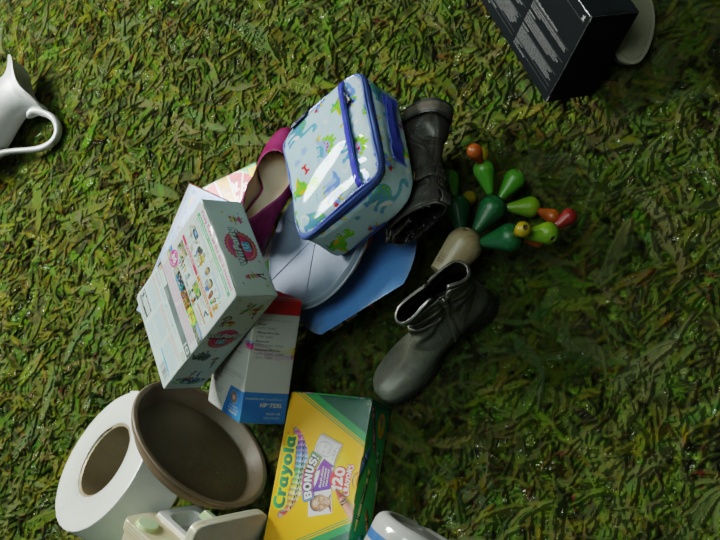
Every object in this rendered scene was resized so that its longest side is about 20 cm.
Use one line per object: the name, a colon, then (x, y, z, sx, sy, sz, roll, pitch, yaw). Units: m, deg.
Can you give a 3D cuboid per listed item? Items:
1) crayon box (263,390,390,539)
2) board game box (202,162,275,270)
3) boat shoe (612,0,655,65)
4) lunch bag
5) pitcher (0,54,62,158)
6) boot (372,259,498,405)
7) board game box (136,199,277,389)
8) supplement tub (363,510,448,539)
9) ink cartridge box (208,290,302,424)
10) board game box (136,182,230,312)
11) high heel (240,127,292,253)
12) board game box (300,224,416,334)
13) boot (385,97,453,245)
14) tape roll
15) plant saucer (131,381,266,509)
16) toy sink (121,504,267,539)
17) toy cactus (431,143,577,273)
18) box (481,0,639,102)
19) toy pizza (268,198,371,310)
crayon box: (-0.041, 0.256, 1.372, 0.118, 0.058, 0.202, 2, 74, 28)
board game box: (-0.164, -0.046, 1.564, 0.095, 0.030, 0.201, -23, 66, 19)
boat shoe: (0.320, -0.343, 1.403, 0.063, 0.072, 0.202, 142, 126, -63)
lunch bag: (-0.015, -0.135, 1.375, 0.160, 0.082, 0.201, -35, 45, 31)
pitcher: (-0.599, -0.227, 1.814, 0.200, 0.121, 0.172, -38, 74, -2)
boot: (0.068, 0.070, 1.336, 0.200, 0.131, 0.068, -44, 58, 8)
board game box: (-0.197, 0.032, 1.386, 0.200, 0.064, 0.148, -49, 52, 38)
supplement tub: (0.033, 0.386, 1.245, 0.131, 0.132, 0.201, 26, 85, 32)
ink cartridge box: (-0.133, 0.084, 1.419, 0.116, 0.067, 0.202, 17, 100, 61)
board game box: (-0.246, -0.016, 1.579, 0.103, 0.019, 0.201, 25, 92, 40)
high heel: (-0.127, -0.125, 1.513, 0.067, 0.096, 0.201, 16, 67, 10)
board game box: (0.000, 0.000, 1.448, 0.199, 0.039, 0.159, -32, 44, 21)
boot: (0.048, -0.109, 1.392, 0.200, 0.069, 0.175, -34, 42, 50)
tape roll: (-0.311, 0.263, 1.461, 0.202, 0.071, 0.203, -34, 35, 28)
plant saucer: (-0.205, 0.222, 1.394, 0.030, 0.199, 0.200, -49, 57, 22)
toy sink: (-0.223, 0.361, 1.361, 0.112, 0.130, 0.201, 30, 106, 33)
toy cactus: (0.148, -0.061, 1.353, 0.200, 0.102, 0.165, 35, 81, 30)
box: (0.239, -0.333, 1.376, 0.078, 0.142, 0.201, -12, 59, -23)
toy pizza: (-0.048, -0.040, 1.452, 0.200, 0.032, 0.201, -28, 49, 38)
